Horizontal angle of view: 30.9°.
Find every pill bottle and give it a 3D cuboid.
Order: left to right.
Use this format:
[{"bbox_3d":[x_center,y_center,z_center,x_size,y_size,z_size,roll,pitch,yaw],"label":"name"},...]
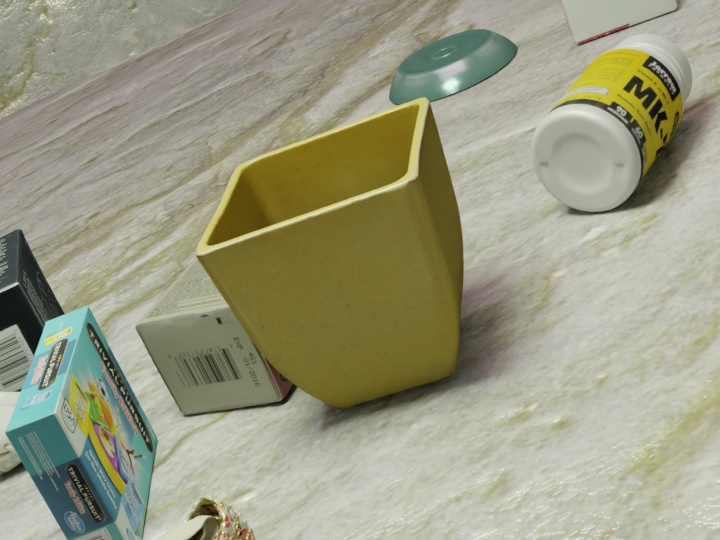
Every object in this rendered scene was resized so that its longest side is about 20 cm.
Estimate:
[{"bbox_3d":[0.262,-0.157,1.324,0.114,0.115,0.200,-5,30,38],"label":"pill bottle"}]

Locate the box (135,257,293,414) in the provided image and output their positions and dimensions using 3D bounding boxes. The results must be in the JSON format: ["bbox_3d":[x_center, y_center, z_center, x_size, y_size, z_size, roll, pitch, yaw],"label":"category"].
[{"bbox_3d":[-0.106,0.035,1.281,0.127,0.110,0.200,-11,26,31],"label":"box"}]

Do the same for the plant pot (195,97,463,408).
[{"bbox_3d":[0.000,0.000,1.133,0.193,0.201,0.196,-18,22,15],"label":"plant pot"}]

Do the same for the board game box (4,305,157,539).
[{"bbox_3d":[-0.233,0.142,1.121,0.047,0.152,0.200,-21,23,5],"label":"board game box"}]

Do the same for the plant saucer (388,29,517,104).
[{"bbox_3d":[0.127,-0.302,1.880,0.198,0.036,0.200,-21,22,9],"label":"plant saucer"}]

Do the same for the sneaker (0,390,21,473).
[{"bbox_3d":[-0.328,0.166,1.302,0.198,0.073,0.085,-4,63,26],"label":"sneaker"}]

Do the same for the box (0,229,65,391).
[{"bbox_3d":[-0.395,0.065,1.454,0.106,0.149,0.200,-25,22,-4],"label":"box"}]

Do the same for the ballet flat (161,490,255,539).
[{"bbox_3d":[-0.141,0.237,0.935,0.075,0.064,0.200,-11,27,28],"label":"ballet flat"}]

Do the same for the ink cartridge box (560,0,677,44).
[{"bbox_3d":[0.354,-0.406,1.817,0.146,0.083,0.200,-18,24,16],"label":"ink cartridge box"}]
